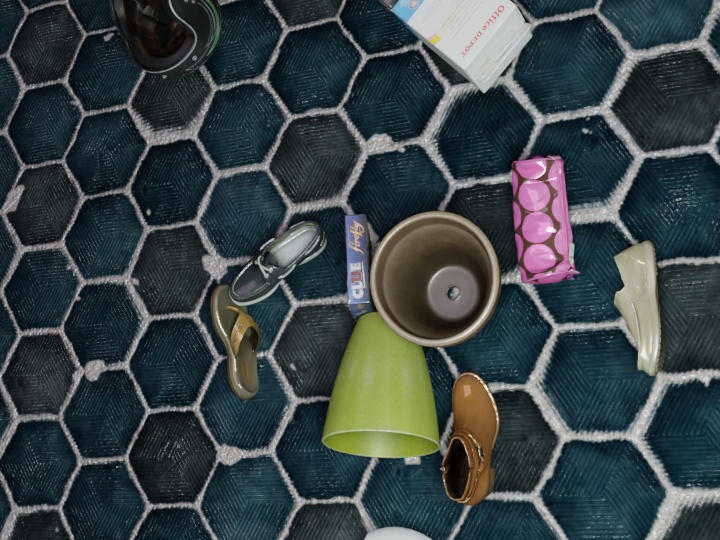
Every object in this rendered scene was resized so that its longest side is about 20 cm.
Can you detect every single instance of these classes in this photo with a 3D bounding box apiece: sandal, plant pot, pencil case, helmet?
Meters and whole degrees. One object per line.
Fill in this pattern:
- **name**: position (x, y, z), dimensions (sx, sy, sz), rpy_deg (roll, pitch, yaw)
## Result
- **sandal**: position (-0.204, 0.120, 1.703), dimensions (0.053, 0.080, 0.203), rpy_deg (-19, 80, 36)
- **plant pot**: position (0.132, 0.024, 1.523), dimensions (0.197, 0.174, 0.204), rpy_deg (-3, 80, 17)
- **pencil case**: position (0.287, -0.081, 1.528), dimensions (0.093, 0.090, 0.204), rpy_deg (-20, 73, 55)
- **plant pot**: position (0.036, 0.176, 1.557), dimensions (0.184, 0.187, 0.203), rpy_deg (-6, 66, 22)
- **helmet**: position (-0.347, -0.458, 1.801), dimensions (0.197, 0.192, 0.202), rpy_deg (-12, 42, 11)

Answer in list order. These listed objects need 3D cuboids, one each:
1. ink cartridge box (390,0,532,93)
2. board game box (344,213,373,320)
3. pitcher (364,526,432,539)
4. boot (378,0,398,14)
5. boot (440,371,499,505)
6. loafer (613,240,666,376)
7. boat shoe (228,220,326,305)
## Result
- **ink cartridge box**: position (0.175, -0.397, 1.603), dimensions (0.129, 0.125, 0.200), rpy_deg (-49, 67, 9)
- **board game box**: position (0.000, 0.000, 1.573), dimensions (0.034, 0.200, 0.138), rpy_deg (-3, 79, 3)
- **pitcher**: position (0.092, 0.492, 1.507), dimensions (0.197, 0.121, 0.175), rpy_deg (13, 96, 12)
- **boot**: position (0.042, -0.555, 1.721), dimensions (0.131, 0.070, 0.202), rpy_deg (-39, 65, 18)
- **boot**: position (0.155, 0.252, 1.490), dimensions (0.075, 0.155, 0.204), rpy_deg (-3, 80, 22)
- **loafer**: position (0.413, 0.058, 1.462), dimensions (0.067, 0.076, 0.203), rpy_deg (-7, 70, 23)
- **boat shoe**: position (-0.147, -0.018, 1.684), dimensions (0.199, 0.060, 0.076), rpy_deg (-41, 74, -7)
